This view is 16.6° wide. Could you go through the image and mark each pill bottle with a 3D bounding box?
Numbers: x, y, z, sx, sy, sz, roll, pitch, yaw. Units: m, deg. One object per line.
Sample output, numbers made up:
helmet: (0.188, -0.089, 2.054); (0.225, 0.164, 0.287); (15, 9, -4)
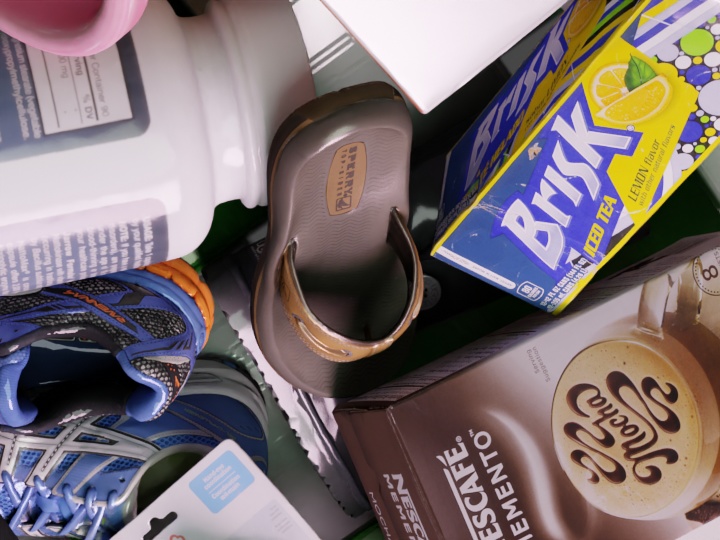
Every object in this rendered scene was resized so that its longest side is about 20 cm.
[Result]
pill bottle: (-0.122, -0.056, 1.036); (0.199, 0.120, 0.120); (-11, 125, -10)

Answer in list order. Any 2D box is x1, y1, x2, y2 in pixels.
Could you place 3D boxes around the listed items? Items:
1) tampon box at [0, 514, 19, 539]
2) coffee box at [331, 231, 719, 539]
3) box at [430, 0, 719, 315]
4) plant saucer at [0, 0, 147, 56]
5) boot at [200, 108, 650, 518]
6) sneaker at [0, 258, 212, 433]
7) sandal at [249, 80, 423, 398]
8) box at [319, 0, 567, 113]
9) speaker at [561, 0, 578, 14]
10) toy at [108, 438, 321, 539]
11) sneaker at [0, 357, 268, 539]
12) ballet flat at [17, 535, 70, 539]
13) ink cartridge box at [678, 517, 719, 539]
tampon box: (-0.256, 0.119, 1.044); (0.149, 0.126, 0.201); (-20, 112, 29)
coffee box: (0.103, 0.072, 1.113); (0.199, 0.080, 0.114); (-25, 95, -19)
box: (0.108, -0.071, 1.031); (0.070, 0.065, 0.200); (26, 134, -15)
plant saucer: (-0.142, -0.175, 0.922); (0.051, 0.200, 0.201); (-42, 130, -25)
boot: (0.046, 0.013, 1.174); (0.199, 0.066, 0.165); (-30, 128, -2)
sneaker: (-0.166, 0.032, 1.084); (0.198, 0.079, 0.076); (-4, 124, 3)
sandal: (0.000, 0.000, 1.047); (0.081, 0.055, 0.201); (-21, 147, -20)
box: (-0.009, -0.182, 0.985); (0.097, 0.125, 0.200); (-38, 125, 10)
speaker: (0.149, -0.191, 1.055); (0.081, 0.081, 0.200); (33, 109, -32)
toy: (-0.036, 0.189, 1.112); (0.115, 0.047, 0.200); (-40, 95, 22)
sneaker: (-0.137, 0.091, 1.154); (0.199, 0.077, 0.076); (-11, 127, -9)
ballet flat: (-0.233, 0.165, 1.181); (0.199, 0.064, 0.068); (-15, 126, -7)
ink cartridge box: (0.098, 0.153, 1.214); (0.146, 0.084, 0.201); (43, 72, -34)
